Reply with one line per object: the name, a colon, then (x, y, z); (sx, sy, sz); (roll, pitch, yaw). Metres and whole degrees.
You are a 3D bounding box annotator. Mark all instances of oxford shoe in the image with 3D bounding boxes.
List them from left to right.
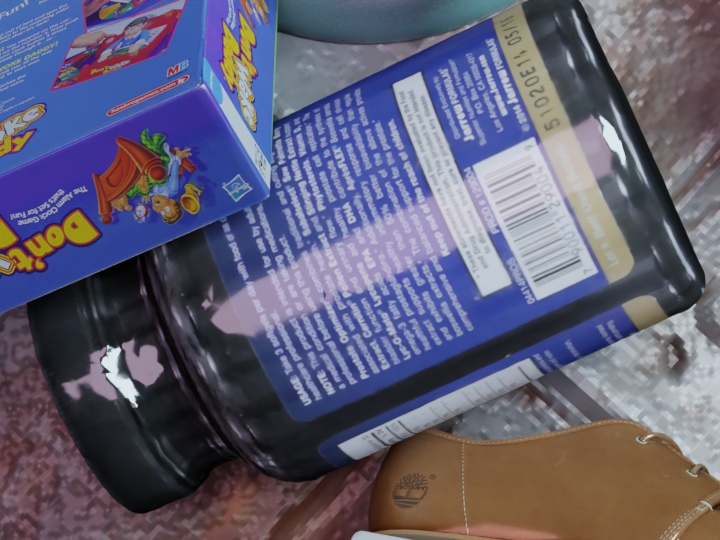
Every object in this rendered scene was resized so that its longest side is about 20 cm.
oxford shoe: (0.100, 0.082, 0.822); (0.200, 0.071, 0.071); (8, 63, 7)

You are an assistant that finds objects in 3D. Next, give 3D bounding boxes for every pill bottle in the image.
pill bottle: (0.000, 0.000, 0.823); (0.200, 0.112, 0.112); (-25, 81, 8)

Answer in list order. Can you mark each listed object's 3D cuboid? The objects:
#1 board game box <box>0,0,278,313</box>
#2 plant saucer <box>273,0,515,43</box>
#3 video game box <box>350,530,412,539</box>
board game box: (-0.125, -0.037, 0.833); (0.200, 0.135, 0.045); (-23, 121, 14)
plant saucer: (0.003, -0.179, 0.883); (0.200, 0.027, 0.201); (-1, 84, 12)
video game box: (0.083, 0.185, 0.791); (0.200, 0.047, 0.183); (10, 110, 12)
